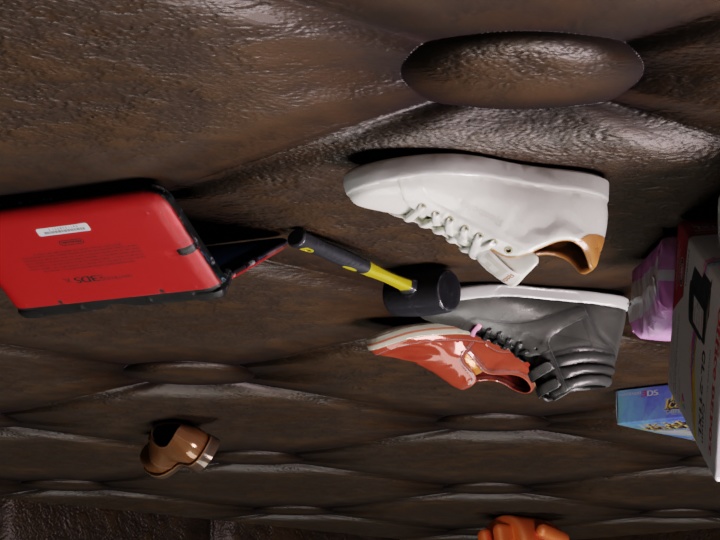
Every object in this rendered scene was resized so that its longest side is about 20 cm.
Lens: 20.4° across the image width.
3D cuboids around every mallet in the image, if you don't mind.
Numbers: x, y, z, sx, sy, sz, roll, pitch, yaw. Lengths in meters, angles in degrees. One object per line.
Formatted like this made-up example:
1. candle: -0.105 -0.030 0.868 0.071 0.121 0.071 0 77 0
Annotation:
1. mallet: 0.000 0.000 1.708 0.066 0.041 0.200 -9 159 44

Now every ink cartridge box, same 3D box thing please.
1. ink cartridge box: 0.291 0.056 1.503 0.083 0.146 0.200 1 -164 -1

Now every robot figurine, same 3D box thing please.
1. robot figurine: 0.305 0.514 3.702 0.200 0.144 0.117 14 -160 -44

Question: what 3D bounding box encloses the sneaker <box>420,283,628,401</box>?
1. sneaker: 0.148 0.068 1.838 0.199 0.100 0.071 3 169 -5

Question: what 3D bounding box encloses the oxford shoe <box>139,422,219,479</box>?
1. oxford shoe: -0.257 0.231 2.677 0.071 0.071 0.200 36 155 -17

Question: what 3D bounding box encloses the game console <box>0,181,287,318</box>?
1. game console: -0.190 -0.032 1.609 0.200 0.119 0.173 -7 134 27

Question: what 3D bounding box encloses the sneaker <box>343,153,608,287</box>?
1. sneaker: 0.085 -0.035 1.437 0.199 0.085 0.073 5 168 -12

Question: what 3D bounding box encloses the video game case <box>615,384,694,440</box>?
1. video game case: 0.433 0.165 2.355 0.200 0.046 0.181 -10 162 40

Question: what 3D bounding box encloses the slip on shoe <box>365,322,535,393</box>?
1. slip on shoe: 0.098 0.087 2.008 0.200 0.061 0.074 9 166 -27

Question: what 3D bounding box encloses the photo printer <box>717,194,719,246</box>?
1. photo printer: 0.363 -0.048 1.389 0.199 0.070 0.166 1 168 -2

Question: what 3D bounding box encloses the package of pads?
1. package of pads: 0.330 0.018 1.666 0.199 0.076 0.121 2 170 -4
